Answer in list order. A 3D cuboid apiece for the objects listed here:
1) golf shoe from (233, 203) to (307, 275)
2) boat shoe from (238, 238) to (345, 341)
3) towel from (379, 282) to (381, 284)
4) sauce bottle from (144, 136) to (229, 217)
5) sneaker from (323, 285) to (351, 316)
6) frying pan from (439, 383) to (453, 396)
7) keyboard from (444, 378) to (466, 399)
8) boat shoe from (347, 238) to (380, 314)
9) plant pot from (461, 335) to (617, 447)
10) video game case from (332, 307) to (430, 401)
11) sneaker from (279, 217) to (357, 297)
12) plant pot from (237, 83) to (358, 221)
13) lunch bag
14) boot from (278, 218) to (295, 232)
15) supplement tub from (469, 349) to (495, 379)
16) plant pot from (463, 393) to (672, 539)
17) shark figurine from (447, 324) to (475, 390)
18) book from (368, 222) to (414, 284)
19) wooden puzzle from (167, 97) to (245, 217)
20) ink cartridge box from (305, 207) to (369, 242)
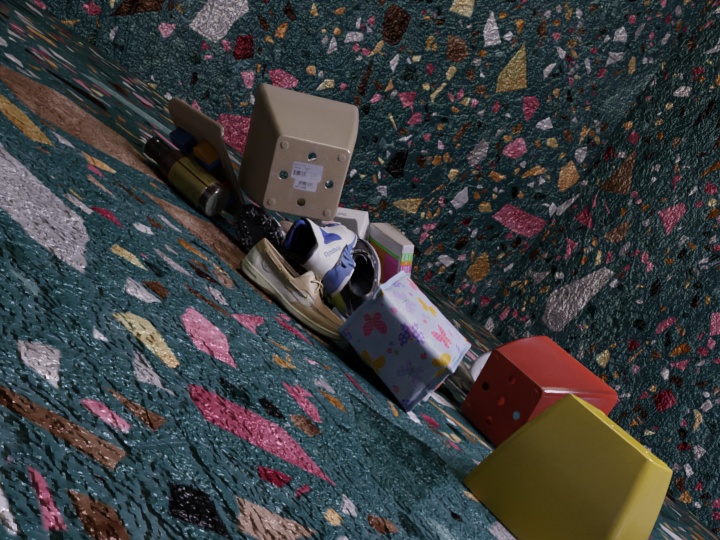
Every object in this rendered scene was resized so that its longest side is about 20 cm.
[{"bbox_3d":[-0.147,-0.032,1.448,0.200,0.078,0.095,46,-2,9],"label":"golf shoe"},{"bbox_3d":[-0.093,0.029,1.250,0.199,0.067,0.074,38,5,0],"label":"boat shoe"},{"bbox_3d":[0.003,0.048,1.573,0.200,0.022,0.146,44,-29,40],"label":"towel"},{"bbox_3d":[-0.323,-0.178,1.500,0.199,0.065,0.065,42,7,25],"label":"sauce bottle"},{"bbox_3d":[-0.062,0.022,1.535,0.202,0.076,0.075,61,10,26],"label":"sneaker"},{"bbox_3d":[0.127,0.187,1.487,0.189,0.031,0.115,40,4,-19],"label":"frying pan"},{"bbox_3d":[0.159,0.207,1.615,0.056,0.011,0.200,39,0,-28],"label":"keyboard"},{"bbox_3d":[0.000,0.000,1.468,0.202,0.068,0.067,-89,174,-48],"label":"boat shoe"},{"bbox_3d":[0.301,0.242,1.474,0.174,0.203,0.200,14,20,-42],"label":"plant pot"},{"bbox_3d":[0.030,0.140,1.391,0.142,0.018,0.200,35,6,-26],"label":"video game case"},{"bbox_3d":[-0.070,-0.048,1.340,0.115,0.081,0.200,40,15,-18],"label":"sneaker"},{"bbox_3d":[-0.107,-0.196,1.482,0.195,0.203,0.178,10,26,-15],"label":"plant pot"},{"bbox_3d":[0.075,0.102,1.260,0.170,0.127,0.200,47,21,4],"label":"lunch bag"},{"bbox_3d":[-0.104,-0.047,1.811,0.199,0.071,0.146,36,3,-17],"label":"boot"},{"bbox_3d":[0.302,0.236,1.791,0.122,0.124,0.200,38,6,13],"label":"supplement tub"},{"bbox_3d":[0.287,0.279,1.059,0.199,0.178,0.199,40,7,35],"label":"plant pot"},{"bbox_3d":[0.152,0.132,1.536,0.128,0.090,0.215,37,-8,48],"label":"shark figurine"},{"bbox_3d":[0.053,0.025,1.597,0.047,0.204,0.134,-2,22,-23],"label":"book"},{"bbox_3d":[-0.298,-0.205,1.547,0.184,0.046,0.203,35,-33,38],"label":"wooden puzzle"},{"bbox_3d":[-0.041,-0.062,1.638,0.114,0.068,0.202,10,-39,13],"label":"ink cartridge box"}]
